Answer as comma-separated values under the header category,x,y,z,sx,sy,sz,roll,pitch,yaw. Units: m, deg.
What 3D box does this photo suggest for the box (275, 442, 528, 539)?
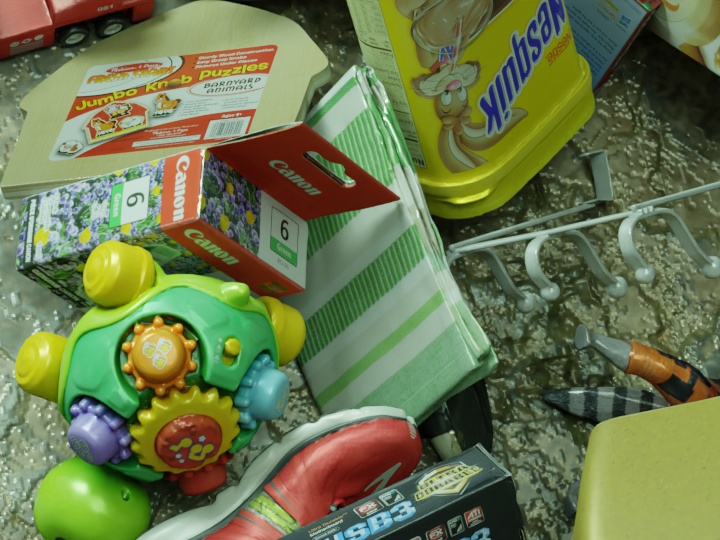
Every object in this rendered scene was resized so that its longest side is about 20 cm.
category,x,y,z,sx,sy,sz,roll,pitch,yaw
box,0.011,0.224,1.528,0.199,0.050,0.199,-25,119,-17

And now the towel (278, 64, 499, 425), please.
category,x,y,z,sx,sy,sz,roll,pitch,yaw
towel,0.000,0.000,1.637,0.023,0.152,0.201,-7,66,-41

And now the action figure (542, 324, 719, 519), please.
category,x,y,z,sx,sy,sz,roll,pitch,yaw
action figure,0.216,0.058,1.668,0.192,0.105,0.201,-1,93,-15

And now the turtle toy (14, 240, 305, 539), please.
category,x,y,z,sx,sy,sz,roll,pitch,yaw
turtle toy,-0.120,0.082,1.575,0.145,0.200,0.101,20,32,-34

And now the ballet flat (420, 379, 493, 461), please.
category,x,y,z,sx,sy,sz,roll,pitch,yaw
ballet flat,0.028,0.036,1.679,0.057,0.066,0.201,-31,70,22

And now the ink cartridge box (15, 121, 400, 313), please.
category,x,y,z,sx,sy,sz,roll,pitch,yaw
ink cartridge box,-0.088,-0.021,1.588,0.199,0.109,0.051,-14,59,31

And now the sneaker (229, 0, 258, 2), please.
category,x,y,z,sx,sy,sz,roll,pitch,yaw
sneaker,-0.037,-0.224,1.720,0.198,0.115,0.077,5,52,11

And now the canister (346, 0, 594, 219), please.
category,x,y,z,sx,sy,sz,roll,pitch,yaw
canister,0.060,-0.154,1.659,0.086,0.201,0.149,15,47,38

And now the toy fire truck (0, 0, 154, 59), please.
category,x,y,z,sx,sy,sz,roll,pitch,yaw
toy fire truck,-0.172,-0.190,1.682,0.199,0.141,0.049,-17,71,-15

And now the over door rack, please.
category,x,y,z,sx,sy,sz,roll,pitch,yaw
over door rack,0.156,-0.025,1.637,0.200,0.147,0.067,-34,108,-49

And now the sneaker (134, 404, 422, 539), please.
category,x,y,z,sx,sy,sz,roll,pitch,yaw
sneaker,-0.041,0.156,1.559,0.200,0.077,0.085,-36,44,0

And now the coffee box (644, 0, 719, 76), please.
category,x,y,z,sx,sy,sz,roll,pitch,yaw
coffee box,0.220,-0.199,1.710,0.079,0.115,0.200,-19,37,-28

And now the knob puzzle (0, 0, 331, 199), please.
category,x,y,z,sx,sy,sz,roll,pitch,yaw
knob puzzle,-0.111,-0.103,1.676,0.218,0.031,0.220,-11,33,7

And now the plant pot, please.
category,x,y,z,sx,sy,sz,roll,pitch,yaw
plant pot,0.204,0.179,1.514,0.194,0.194,0.201,-11,65,-4

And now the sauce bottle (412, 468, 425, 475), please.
category,x,y,z,sx,sy,sz,roll,pitch,yaw
sauce bottle,-0.016,0.197,1.592,0.066,0.066,0.200,44,69,9

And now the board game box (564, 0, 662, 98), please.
category,x,y,z,sx,sy,sz,roll,pitch,yaw
board game box,0.091,-0.199,1.750,0.200,0.103,0.019,43,45,9
